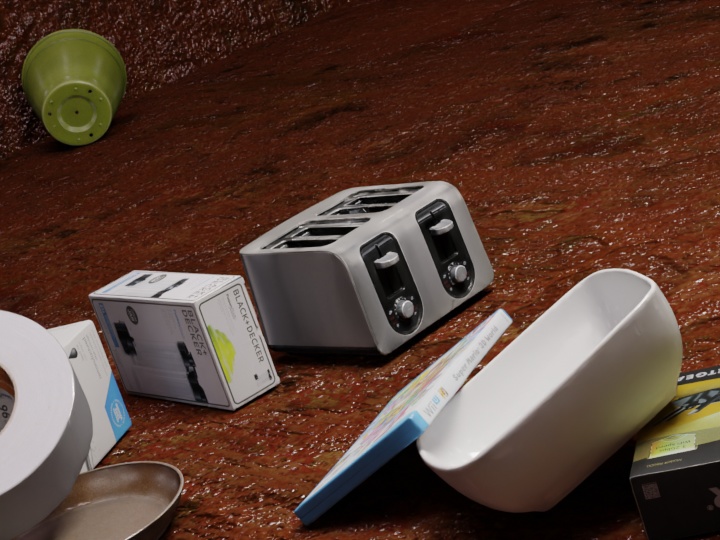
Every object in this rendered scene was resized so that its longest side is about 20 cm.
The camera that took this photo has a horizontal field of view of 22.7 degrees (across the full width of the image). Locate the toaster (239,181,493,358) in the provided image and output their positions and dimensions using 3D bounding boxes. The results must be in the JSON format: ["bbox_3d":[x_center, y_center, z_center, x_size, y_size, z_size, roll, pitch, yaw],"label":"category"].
[{"bbox_3d":[0.000,0.000,1.757,0.200,0.119,0.181,-1,23,47],"label":"toaster"}]

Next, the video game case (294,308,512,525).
[{"bbox_3d":[0.036,0.112,1.406,0.143,0.018,0.200,-42,1,33],"label":"video game case"}]

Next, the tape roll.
[{"bbox_3d":[-0.327,0.130,1.486,0.200,0.066,0.200,-4,53,5],"label":"tape roll"}]

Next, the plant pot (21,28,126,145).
[{"bbox_3d":[-0.535,-0.327,3.360,0.200,0.201,0.193,-19,28,-1],"label":"plant pot"}]

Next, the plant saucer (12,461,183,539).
[{"bbox_3d":[-0.235,0.215,1.461,0.200,0.032,0.200,-17,17,5],"label":"plant saucer"}]

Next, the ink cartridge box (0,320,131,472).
[{"bbox_3d":[-0.291,0.140,1.620,0.068,0.116,0.200,-12,18,22],"label":"ink cartridge box"}]

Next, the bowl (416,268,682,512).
[{"bbox_3d":[0.140,0.092,1.268,0.200,0.075,0.200,-42,8,-3],"label":"bowl"}]

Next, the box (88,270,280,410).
[{"bbox_3d":[-0.174,0.065,1.741,0.060,0.117,0.200,-29,20,-34],"label":"box"}]

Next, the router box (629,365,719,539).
[{"bbox_3d":[0.287,0.107,1.197,0.200,0.052,0.157,-14,17,18],"label":"router box"}]
